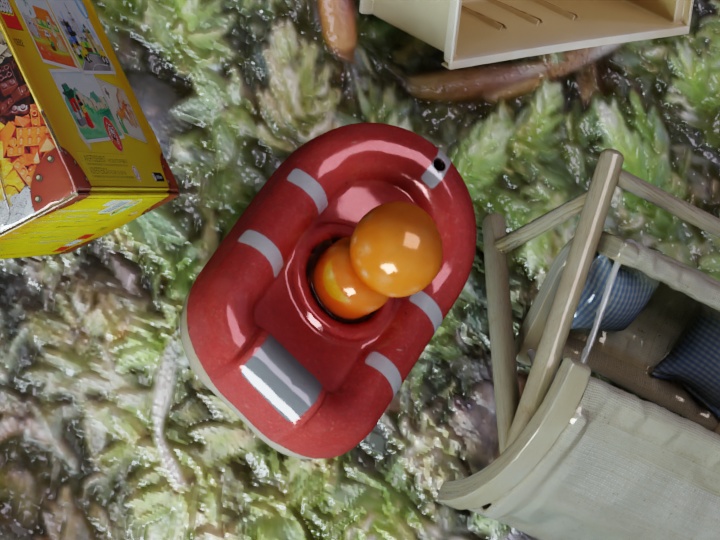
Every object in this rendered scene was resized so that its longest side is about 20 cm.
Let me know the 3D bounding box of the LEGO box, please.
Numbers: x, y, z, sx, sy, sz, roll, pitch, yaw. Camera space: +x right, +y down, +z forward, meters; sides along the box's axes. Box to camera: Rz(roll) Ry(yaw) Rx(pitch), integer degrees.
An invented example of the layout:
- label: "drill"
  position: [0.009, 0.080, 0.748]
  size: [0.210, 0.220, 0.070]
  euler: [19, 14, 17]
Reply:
- label: "LEGO box"
  position: [-0.178, -0.088, 1.379]
  size: [0.150, 0.077, 0.200]
  euler: [64, 10, 4]

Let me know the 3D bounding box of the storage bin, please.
- label: "storage bin"
  position: [0.112, -0.241, 1.642]
  size: [0.199, 0.094, 0.200]
  euler: [-11, 119, -37]

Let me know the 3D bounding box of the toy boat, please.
- label: "toy boat"
  position: [0.000, 0.000, 1.503]
  size: [0.130, 0.131, 0.200]
  euler: [44, 53, -13]

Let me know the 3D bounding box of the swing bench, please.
- label: "swing bench"
  position: [0.171, 0.071, 1.597]
  size: [0.198, 0.130, 0.201]
  euler: [24, 60, -26]
